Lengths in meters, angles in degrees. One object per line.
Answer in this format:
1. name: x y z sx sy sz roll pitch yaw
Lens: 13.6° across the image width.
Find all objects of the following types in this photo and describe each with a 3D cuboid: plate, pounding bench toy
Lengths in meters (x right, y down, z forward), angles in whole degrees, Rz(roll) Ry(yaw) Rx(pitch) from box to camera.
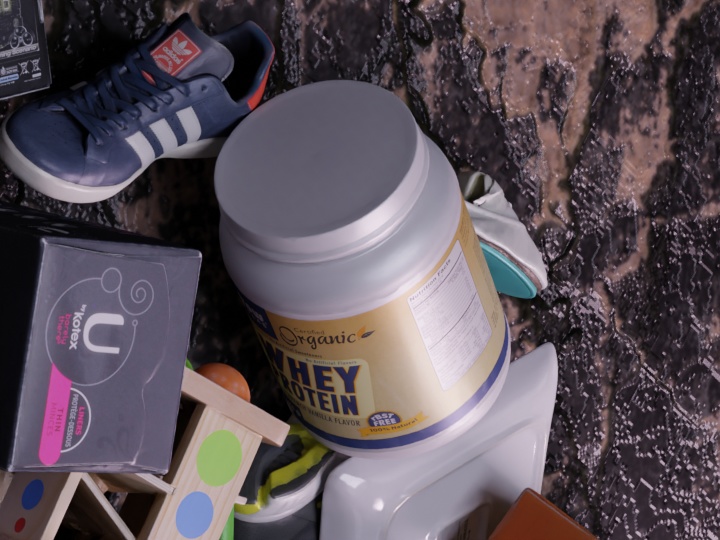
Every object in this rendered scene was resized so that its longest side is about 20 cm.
1. plate: 0.052 0.165 1.905 0.200 0.032 0.200 -28 140 -34
2. pounding bench toy: -0.116 0.126 1.744 0.200 0.124 0.157 32 77 -39

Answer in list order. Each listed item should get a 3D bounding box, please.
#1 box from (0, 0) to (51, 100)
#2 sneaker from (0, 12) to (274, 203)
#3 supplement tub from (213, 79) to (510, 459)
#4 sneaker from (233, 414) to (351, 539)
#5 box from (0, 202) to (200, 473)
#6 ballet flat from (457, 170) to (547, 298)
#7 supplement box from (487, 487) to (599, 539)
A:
1. box: -0.266 -0.158 1.614 0.199 0.043 0.161 -18 110 -37
2. sneaker: -0.123 -0.100 1.696 0.200 0.075 0.085 -26 156 -52
3. supplement tub: 0.000 0.000 1.766 0.144 0.144 0.200 -48 141 -23
4. sneaker: -0.020 0.122 1.872 0.200 0.074 0.085 -24 138 -40
5. box: -0.191 0.030 1.601 0.106 0.200 0.123 5 95 -41
6. ballet flat: 0.051 -0.042 1.897 0.200 0.069 0.070 24 83 -37
7. supplement box: 0.129 0.198 1.933 0.067 0.069 0.200 -55 163 -4
